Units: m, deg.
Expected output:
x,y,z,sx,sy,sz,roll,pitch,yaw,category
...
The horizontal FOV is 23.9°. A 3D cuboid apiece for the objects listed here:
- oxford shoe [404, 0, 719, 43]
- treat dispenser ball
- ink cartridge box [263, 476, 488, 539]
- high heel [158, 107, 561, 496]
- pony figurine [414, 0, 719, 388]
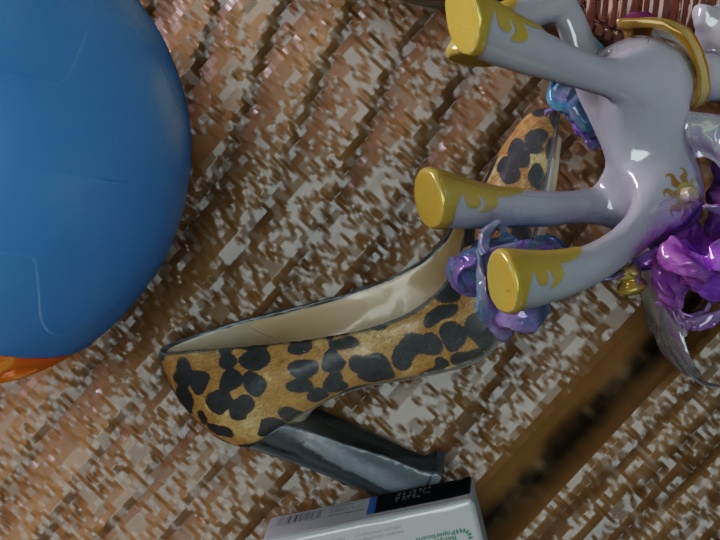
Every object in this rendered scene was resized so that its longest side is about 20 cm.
x,y,z,sx,sy,sz,roll,pitch,yaw,category
0.086,-0.142,0.766,0.198,0.074,0.071,10,93,-15,oxford shoe
-0.171,-0.051,0.720,0.199,0.201,0.203,0,91,5,treat dispenser ball
0.026,0.201,0.776,0.099,0.039,0.202,-12,99,6,ink cartridge box
0.000,0.000,0.768,0.142,0.071,0.201,23,101,-2,high heel
0.123,-0.037,0.694,0.199,0.166,0.195,-10,92,-30,pony figurine
